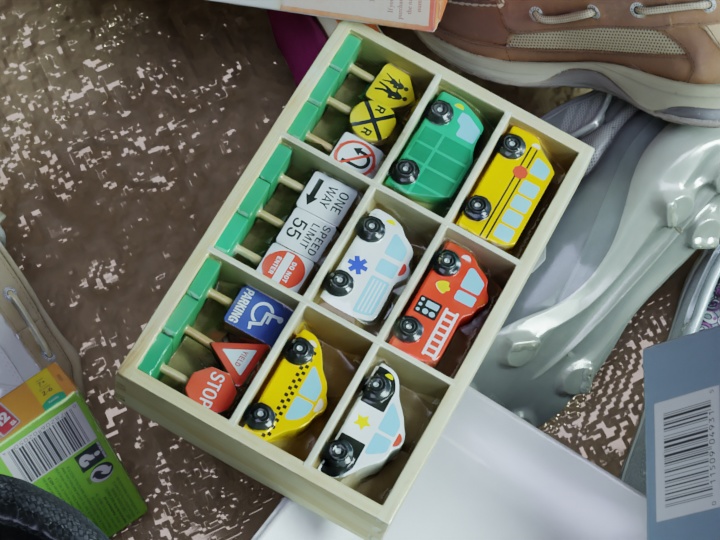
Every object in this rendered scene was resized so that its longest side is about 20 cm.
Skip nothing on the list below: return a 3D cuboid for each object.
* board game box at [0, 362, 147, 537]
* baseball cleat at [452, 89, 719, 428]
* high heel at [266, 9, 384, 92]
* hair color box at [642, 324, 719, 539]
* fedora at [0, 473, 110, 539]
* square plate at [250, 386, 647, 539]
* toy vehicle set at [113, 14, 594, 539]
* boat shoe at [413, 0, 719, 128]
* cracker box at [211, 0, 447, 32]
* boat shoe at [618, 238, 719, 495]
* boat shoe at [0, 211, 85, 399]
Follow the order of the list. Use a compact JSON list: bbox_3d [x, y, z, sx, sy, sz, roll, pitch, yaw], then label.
[{"bbox_3d":[-0.190,0.127,1.070,0.200,0.096,0.030,-36,51,-11],"label":"board game box"},{"bbox_3d":[0.086,-0.003,1.133,0.200,0.070,0.107,-42,42,3],"label":"baseball cleat"},{"bbox_3d":[-0.021,-0.055,1.149,0.096,0.067,0.201,-39,58,22],"label":"high heel"},{"bbox_3d":[0.212,0.088,1.055,0.199,0.061,0.100,11,72,-31],"label":"hair color box"},{"bbox_3d":[-0.171,0.182,1.009,0.199,0.092,0.202,0,68,1],"label":"fedora"},{"bbox_3d":[0.052,0.145,1.014,0.200,0.029,0.198,32,46,8],"label":"square plate"},{"bbox_3d":[0.000,0.000,1.050,0.124,0.027,0.200,28,62,5],"label":"toy vehicle set"},{"bbox_3d":[0.104,-0.120,1.119,0.199,0.072,0.076,15,35,35],"label":"boat shoe"},{"bbox_3d":[-0.050,-0.173,1.130,0.199,0.058,0.134,8,35,8],"label":"cracker box"},{"bbox_3d":[0.152,0.071,1.101,0.070,0.072,0.202,13,74,3],"label":"boat shoe"},{"bbox_3d":[-0.191,-0.005,1.125,0.068,0.075,0.201,-19,70,-30],"label":"boat shoe"}]
